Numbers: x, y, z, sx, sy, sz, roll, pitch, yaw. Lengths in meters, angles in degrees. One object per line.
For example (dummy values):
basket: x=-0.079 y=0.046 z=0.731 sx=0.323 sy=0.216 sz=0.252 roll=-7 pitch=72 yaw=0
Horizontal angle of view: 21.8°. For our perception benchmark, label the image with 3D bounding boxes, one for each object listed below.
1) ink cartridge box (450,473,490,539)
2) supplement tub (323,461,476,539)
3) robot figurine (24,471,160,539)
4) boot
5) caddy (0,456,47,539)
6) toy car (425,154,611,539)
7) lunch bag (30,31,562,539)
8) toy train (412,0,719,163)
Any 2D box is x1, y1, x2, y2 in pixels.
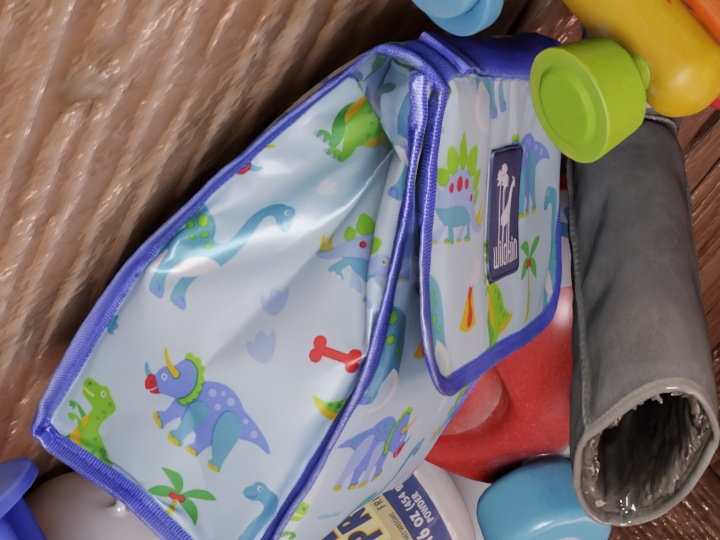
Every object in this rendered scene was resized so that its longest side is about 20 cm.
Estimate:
ink cartridge box: x=0.042 y=0.145 z=1.241 sx=0.083 sy=0.146 sz=0.200 roll=-42 pitch=168 yaw=-4
supplement tub: x=-0.050 y=0.167 z=1.036 sx=0.199 sy=0.145 sz=0.145 roll=-38 pitch=167 yaw=-20
robot figurine: x=-0.135 y=0.169 z=0.849 sx=0.169 sy=0.114 sz=0.200 roll=22 pitch=121 yaw=-37
boot: x=0.109 y=-0.030 z=0.726 sx=0.183 sy=0.072 sz=0.201 roll=88 pitch=10 yaw=-47
caddy: x=-0.183 y=0.142 z=0.647 sx=0.199 sy=0.105 sz=0.141 roll=-35 pitch=-172 yaw=-4
toy car: x=0.027 y=0.027 z=0.858 sx=0.198 sy=0.186 sz=0.177 roll=3 pitch=142 yaw=-31
lunch bag: x=0.000 y=0.000 z=0.697 sx=0.201 sy=0.127 sz=0.170 roll=-59 pitch=167 yaw=18
toy train: x=0.106 y=-0.068 z=0.603 sx=0.115 sy=0.201 sz=0.085 roll=-29 pitch=164 yaw=-28
